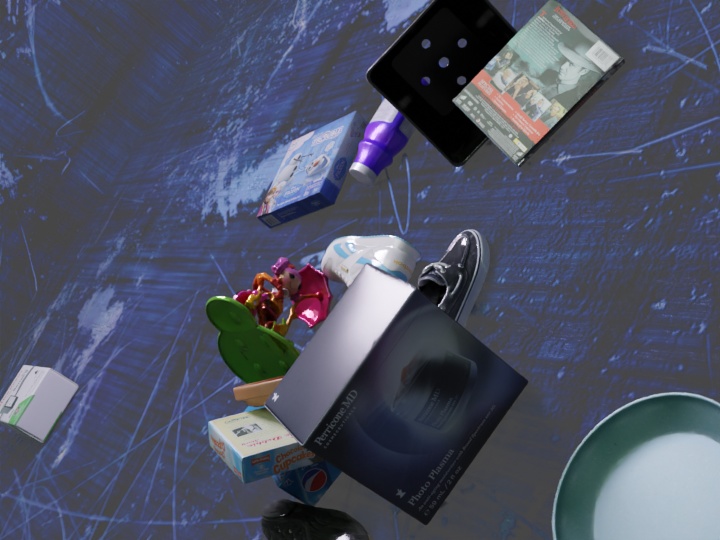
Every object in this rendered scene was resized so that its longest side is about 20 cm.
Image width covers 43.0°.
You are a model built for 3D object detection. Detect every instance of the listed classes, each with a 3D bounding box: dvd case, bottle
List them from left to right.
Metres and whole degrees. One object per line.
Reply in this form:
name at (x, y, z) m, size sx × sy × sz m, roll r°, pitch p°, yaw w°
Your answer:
bottle at (0.050, -0.239, 1.561) m, size 0.083 × 0.065 × 0.200 m, roll 6°, pitch 62°, yaw 58°
dvd case at (0.244, -0.262, 1.272) m, size 0.200 × 0.022 × 0.146 m, roll -46°, pitch 65°, yaw 12°

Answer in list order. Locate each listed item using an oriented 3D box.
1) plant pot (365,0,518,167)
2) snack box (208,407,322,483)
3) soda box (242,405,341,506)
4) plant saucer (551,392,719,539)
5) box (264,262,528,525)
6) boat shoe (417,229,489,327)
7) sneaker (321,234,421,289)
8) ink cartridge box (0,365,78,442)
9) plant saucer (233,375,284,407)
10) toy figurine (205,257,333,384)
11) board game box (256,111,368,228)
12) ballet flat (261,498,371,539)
plant pot at (0.139, -0.311, 1.399) m, size 0.200 × 0.199 × 0.178 m, roll -45°, pitch 15°, yaw 12°
snack box at (-0.074, 0.198, 1.127) m, size 0.116 × 0.199 × 0.037 m, roll 24°, pitch 121°, yaw 59°
soda box at (-0.096, 0.231, 1.234) m, size 0.068 × 0.064 × 0.200 m, roll -51°, pitch 29°, yaw 1°
plant saucer at (0.257, 0.201, 0.785) m, size 0.200 × 0.036 × 0.200 m, roll -36°, pitch 32°, yaw 27°
box at (0.040, 0.136, 1.006) m, size 0.200 × 0.198 × 0.123 m, roll -54°, pitch 28°, yaw -4°
boat shoe at (0.107, 0.021, 1.177) m, size 0.072 × 0.068 × 0.201 m, roll -10°, pitch 48°, yaw 50°
sneaker at (0.000, 0.000, 1.351) m, size 0.200 × 0.076 × 0.081 m, roll -8°, pitch 53°, yaw 55°
ink cartridge box at (-0.740, 0.298, 2.069) m, size 0.200 × 0.084 × 0.146 m, roll -5°, pitch 52°, yaw 54°
plant saucer at (-0.065, 0.146, 1.194) m, size 0.200 × 0.200 × 0.032 m, roll -16°, pitch 85°, yaw 47°
toy figurine at (-0.120, 0.054, 1.373) m, size 0.150 × 0.200 × 0.184 m, roll -11°, pitch 35°, yaw 38°
board game box at (-0.092, -0.189, 1.733) m, size 0.200 × 0.043 × 0.200 m, roll -16°, pitch 43°, yaw 47°
ballet flat at (-0.048, 0.321, 1.095) m, size 0.066 × 0.057 × 0.200 m, roll -35°, pitch 23°, yaw -32°
